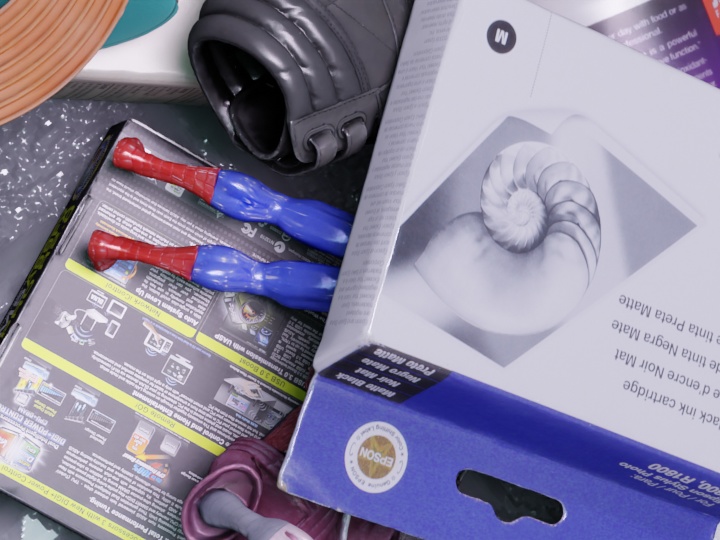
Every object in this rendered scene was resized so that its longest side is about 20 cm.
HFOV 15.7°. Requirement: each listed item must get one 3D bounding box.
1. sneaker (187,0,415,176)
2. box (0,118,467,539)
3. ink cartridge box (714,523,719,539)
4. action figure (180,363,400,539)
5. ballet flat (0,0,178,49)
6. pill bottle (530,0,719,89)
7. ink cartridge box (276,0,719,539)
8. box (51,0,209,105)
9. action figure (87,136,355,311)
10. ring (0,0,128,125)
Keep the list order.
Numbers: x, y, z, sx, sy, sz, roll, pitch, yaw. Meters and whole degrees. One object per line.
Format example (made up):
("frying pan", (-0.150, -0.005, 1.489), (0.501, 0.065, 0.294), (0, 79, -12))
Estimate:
("sneaker", (0.010, -0.057, 1.008), (0.200, 0.071, 0.099), (45, 65, -22))
("box", (-0.053, 0.054, 1.085), (0.200, 0.044, 0.160), (29, 82, -12))
("ink cartridge box", (0.164, 0.145, 1.115), (0.148, 0.076, 0.200), (35, 82, -12))
("action figure", (-0.038, 0.131, 1.032), (0.134, 0.149, 0.200), (32, 64, -41))
("ballet flat", (-0.167, -0.111, 0.957), (0.199, 0.072, 0.072), (-10, 91, -17))
("pill bottle", (0.113, -0.075, 1.095), (0.111, 0.111, 0.200), (-24, 95, -14))
("ink cartridge box", (0.084, 0.016, 0.983), (0.199, 0.041, 0.201), (20, 80, -27))
("box", (-0.123, -0.111, 1.046), (0.199, 0.095, 0.078), (2, 88, -16))
("action figure", (0.000, 0.000, 1.052), (0.199, 0.099, 0.065), (15, 87, 9))
("ring", (-0.169, -0.139, 0.901), (0.200, 0.019, 0.201), (4, 78, -22))
